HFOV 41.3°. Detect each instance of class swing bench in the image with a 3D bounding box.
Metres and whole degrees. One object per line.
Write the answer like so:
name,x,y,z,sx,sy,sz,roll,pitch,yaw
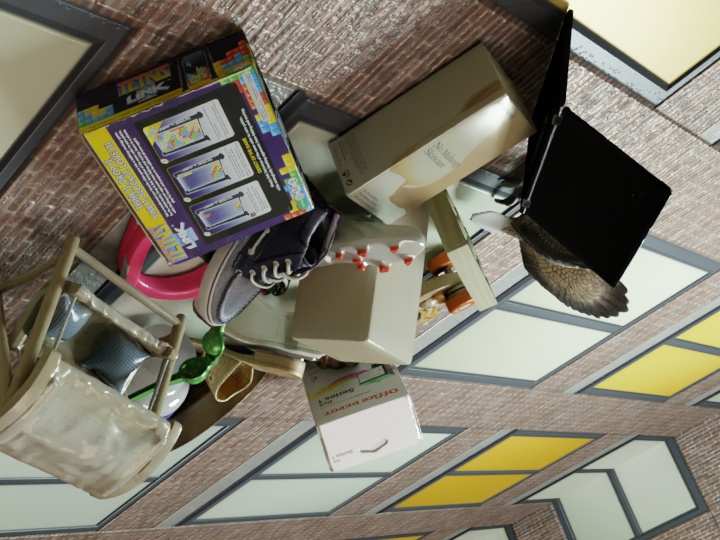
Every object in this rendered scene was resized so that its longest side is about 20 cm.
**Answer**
swing bench,-0.294,0.110,1.015,0.128,0.203,0.199,-21,142,22

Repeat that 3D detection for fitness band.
fitness band,-0.197,-0.027,1.079,0.142,0.038,0.201,-7,151,-31

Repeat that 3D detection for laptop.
laptop,0.241,-0.123,0.995,0.114,0.203,0.188,11,151,2

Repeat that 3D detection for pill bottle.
pill bottle,-0.292,0.157,1.259,0.111,0.113,0.200,3,145,-39

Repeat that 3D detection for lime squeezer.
lime squeezer,-0.199,0.093,1.160,0.200,0.038,0.070,-48,122,1

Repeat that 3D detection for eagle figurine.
eagle figurine,0.246,-0.038,1.186,0.150,0.203,0.151,-2,149,-33

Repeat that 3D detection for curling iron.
curling iron,-0.143,-0.011,1.087,0.050,0.026,0.199,-51,144,7

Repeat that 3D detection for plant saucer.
plant saucer,-0.214,0.176,1.343,0.199,0.036,0.200,-36,-170,7

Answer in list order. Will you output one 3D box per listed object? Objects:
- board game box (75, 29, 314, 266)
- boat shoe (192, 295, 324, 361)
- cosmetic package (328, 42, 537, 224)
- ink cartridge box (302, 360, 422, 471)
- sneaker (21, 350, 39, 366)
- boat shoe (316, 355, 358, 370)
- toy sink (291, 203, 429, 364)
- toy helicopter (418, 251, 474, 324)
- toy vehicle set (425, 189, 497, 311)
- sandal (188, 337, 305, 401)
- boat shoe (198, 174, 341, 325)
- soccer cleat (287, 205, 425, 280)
board game box,-0.149,-0.108,0.902,0.163,0.057,0.201,-20,142,1
boat shoe,-0.132,0.072,1.238,0.197,0.073,0.059,19,152,-27
cosmetic package,0.077,-0.141,1.019,0.198,0.072,0.105,-31,152,20
ink cartridge box,-0.004,0.195,1.433,0.143,0.200,0.085,-18,113,-4
sneaker,-0.377,0.115,1.185,0.077,0.082,0.200,-42,-179,-20
boat shoe,-0.051,0.099,1.369,0.073,0.077,0.201,-17,152,1
toy sink,0.000,0.000,1.155,0.110,0.204,0.130,1,165,27
toy helicopter,0.091,0.051,1.386,0.131,0.080,0.200,-25,166,-6
toy vehicle set,0.118,-0.040,1.176,0.026,0.126,0.200,-24,154,8
sandal,-0.168,0.136,1.238,0.209,0.071,0.077,5,163,34
boat shoe,-0.099,-0.009,1.030,0.074,0.092,0.202,6,117,-55
soccer cleat,-0.019,-0.040,1.064,0.197,0.079,0.069,-6,156,29
